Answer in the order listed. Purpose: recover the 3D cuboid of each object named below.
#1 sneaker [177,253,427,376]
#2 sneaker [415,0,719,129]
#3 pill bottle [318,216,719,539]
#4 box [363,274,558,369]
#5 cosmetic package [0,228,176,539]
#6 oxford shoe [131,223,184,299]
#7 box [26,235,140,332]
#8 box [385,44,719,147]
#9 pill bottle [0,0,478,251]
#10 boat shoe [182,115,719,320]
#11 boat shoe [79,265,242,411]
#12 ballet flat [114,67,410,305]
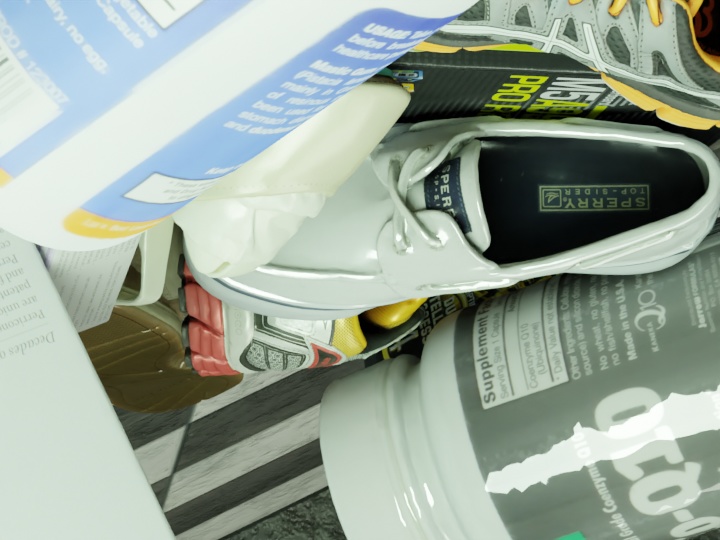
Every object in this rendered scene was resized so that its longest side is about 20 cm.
[{"bbox_3d":[0.000,0.000,1.174,0.082,0.078,0.200,3,-161,21],"label":"sneaker"},{"bbox_3d":[0.073,-0.100,0.925,0.199,0.079,0.077,14,174,-28],"label":"sneaker"},{"bbox_3d":[0.092,0.056,1.132,0.199,0.114,0.113,-21,174,18],"label":"pill bottle"},{"bbox_3d":[0.072,-0.024,1.273,0.161,0.201,0.049,-28,127,18],"label":"box"},{"bbox_3d":[-0.136,0.049,0.962,0.071,0.201,0.101,-21,171,-31],"label":"cosmetic package"},{"bbox_3d":[-0.058,-0.015,1.239,0.070,0.075,0.200,-23,173,19],"label":"oxford shoe"},{"bbox_3d":[-0.084,-0.047,0.932,0.041,0.039,0.200,-21,155,-30],"label":"box"},{"bbox_3d":[0.060,-0.074,1.091,0.159,0.045,0.200,3,172,-8],"label":"box"},{"bbox_3d":[-0.026,-0.096,0.729,0.200,0.113,0.112,-32,170,33],"label":"pill bottle"},{"bbox_3d":[0.033,-0.027,1.055,0.199,0.074,0.065,-10,171,-2],"label":"boat shoe"},{"bbox_3d":[-0.108,0.015,1.282,0.072,0.065,0.200,-19,165,14],"label":"boat shoe"},{"bbox_3d":[-0.065,-0.023,1.029,0.199,0.070,0.069,-11,-178,34],"label":"ballet flat"}]
